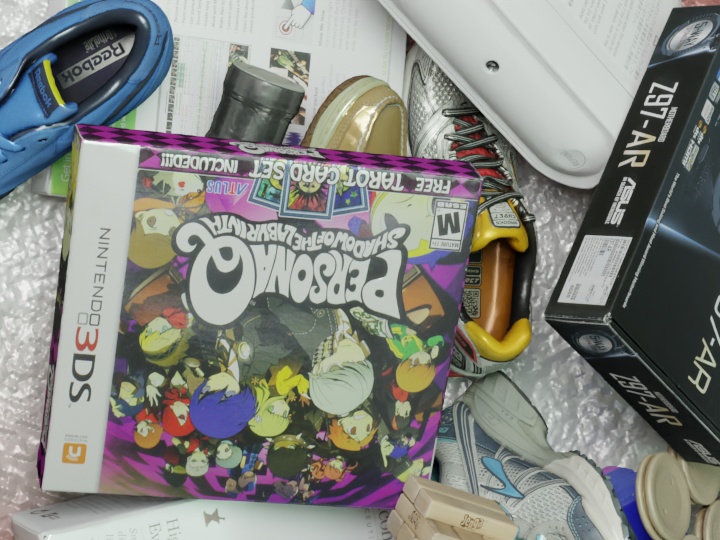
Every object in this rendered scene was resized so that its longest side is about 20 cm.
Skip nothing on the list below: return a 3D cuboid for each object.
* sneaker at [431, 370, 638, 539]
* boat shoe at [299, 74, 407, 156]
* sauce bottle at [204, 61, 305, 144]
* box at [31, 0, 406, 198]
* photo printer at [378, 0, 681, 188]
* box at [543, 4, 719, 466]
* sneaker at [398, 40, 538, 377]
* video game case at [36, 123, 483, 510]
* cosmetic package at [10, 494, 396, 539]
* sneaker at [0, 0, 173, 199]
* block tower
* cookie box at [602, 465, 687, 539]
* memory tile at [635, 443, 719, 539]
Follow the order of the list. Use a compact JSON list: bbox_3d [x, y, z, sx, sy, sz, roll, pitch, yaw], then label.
[{"bbox_3d":[0.086,0.136,1.062,0.086,0.200,0.078,-31,121,-9],"label":"sneaker"},{"bbox_3d":[0.000,0.000,1.036,0.072,0.076,0.201,-17,127,-47],"label":"boat shoe"},{"bbox_3d":[-0.083,-0.008,1.014,0.065,0.065,0.201,17,100,-24],"label":"sauce bottle"},{"bbox_3d":[-0.072,-0.102,1.061,0.199,0.036,0.145,6,89,-26],"label":"box"},{"bbox_3d":[0.099,-0.154,1.086,0.200,0.069,0.167,44,47,-26],"label":"photo printer"},{"bbox_3d":[0.190,-0.017,1.075,0.160,0.043,0.200,43,63,-38],"label":"box"},{"bbox_3d":[0.067,-0.041,1.100,0.078,0.082,0.201,-7,91,-24],"label":"sneaker"},{"bbox_3d":[-0.051,0.027,0.976,0.199,0.036,0.182,5,108,-14],"label":"video game case"},{"bbox_3d":[-0.075,0.158,1.046,0.199,0.074,0.102,-13,97,-23],"label":"cosmetic package"},{"bbox_3d":[-0.179,-0.071,0.966,0.200,0.078,0.066,-35,93,-1],"label":"sneaker"},{"bbox_3d":[0.012,0.207,1.000,0.058,0.054,0.201,20,99,-22],"label":"block tower"},{"bbox_3d":[0.124,0.238,1.139,0.171,0.075,0.201,-22,101,-23],"label":"cookie box"},{"bbox_3d":[0.216,0.149,1.157,0.200,0.017,0.154,-34,108,-55],"label":"memory tile"}]
